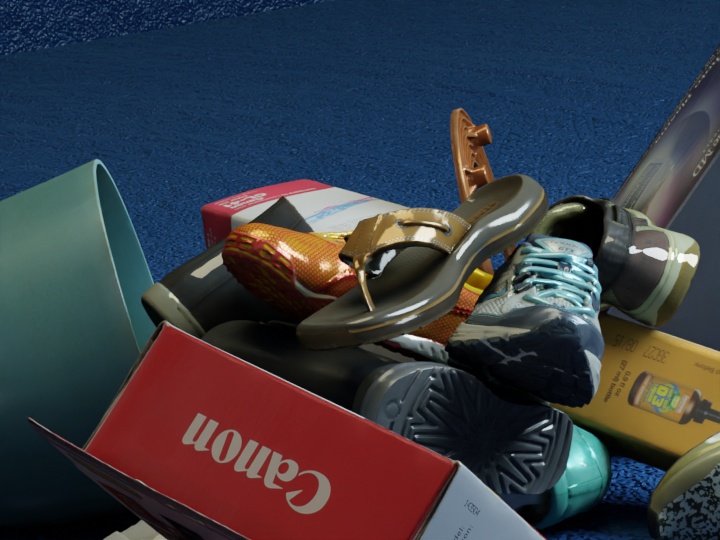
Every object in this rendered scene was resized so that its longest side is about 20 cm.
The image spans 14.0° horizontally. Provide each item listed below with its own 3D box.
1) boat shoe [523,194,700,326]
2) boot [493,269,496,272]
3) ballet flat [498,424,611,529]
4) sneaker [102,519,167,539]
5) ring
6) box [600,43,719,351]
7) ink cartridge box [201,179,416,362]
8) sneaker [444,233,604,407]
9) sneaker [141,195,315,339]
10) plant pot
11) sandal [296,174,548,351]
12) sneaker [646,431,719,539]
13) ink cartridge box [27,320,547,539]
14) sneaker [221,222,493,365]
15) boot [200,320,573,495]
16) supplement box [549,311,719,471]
[{"bbox_3d":[0.129,-0.013,1.674,0.066,0.072,0.201,29,-3,-17],"label":"boat shoe"},{"bbox_3d":[0.100,0.021,1.995,0.198,0.074,0.162,-15,12,-36],"label":"boot"},{"bbox_3d":[0.039,0.106,1.619,0.200,0.068,0.070,3,13,30],"label":"ballet flat"},{"bbox_3d":[-0.113,0.149,1.460,0.082,0.075,0.200,2,14,24],"label":"sneaker"},{"bbox_3d":[0.091,-0.004,1.797,0.019,0.201,0.200,-15,11,9],"label":"ring"},{"bbox_3d":[0.227,-0.024,1.776,0.123,0.200,0.198,33,10,-8],"label":"box"},{"bbox_3d":[-0.012,0.033,1.787,0.085,0.148,0.200,-13,14,-25],"label":"ink cartridge box"},{"bbox_3d":[0.090,0.019,1.530,0.077,0.087,0.200,23,-5,-5],"label":"sneaker"},{"bbox_3d":[-0.050,0.040,1.704,0.106,0.200,0.075,-38,64,-9],"label":"sneaker"},{"bbox_3d":[-0.195,0.055,1.669,0.161,0.201,0.201,-17,12,2],"label":"plant pot"},{"bbox_3d":[0.029,-0.013,1.526,0.082,0.055,0.200,-10,20,44],"label":"sandal"},{"bbox_3d":[0.244,0.121,1.479,0.199,0.077,0.089,-6,21,6],"label":"sneaker"},{"bbox_3d":[-0.024,0.105,1.318,0.200,0.084,0.176,23,-14,41],"label":"ink cartridge box"},{"bbox_3d":[0.000,0.000,1.621,0.073,0.077,0.200,17,-2,44],"label":"sneaker"},{"bbox_3d":[-0.011,0.061,1.540,0.200,0.066,0.165,21,-1,39],"label":"boot"},{"bbox_3d":[0.162,0.072,1.617,0.200,0.067,0.069,19,-13,39],"label":"supplement box"}]
